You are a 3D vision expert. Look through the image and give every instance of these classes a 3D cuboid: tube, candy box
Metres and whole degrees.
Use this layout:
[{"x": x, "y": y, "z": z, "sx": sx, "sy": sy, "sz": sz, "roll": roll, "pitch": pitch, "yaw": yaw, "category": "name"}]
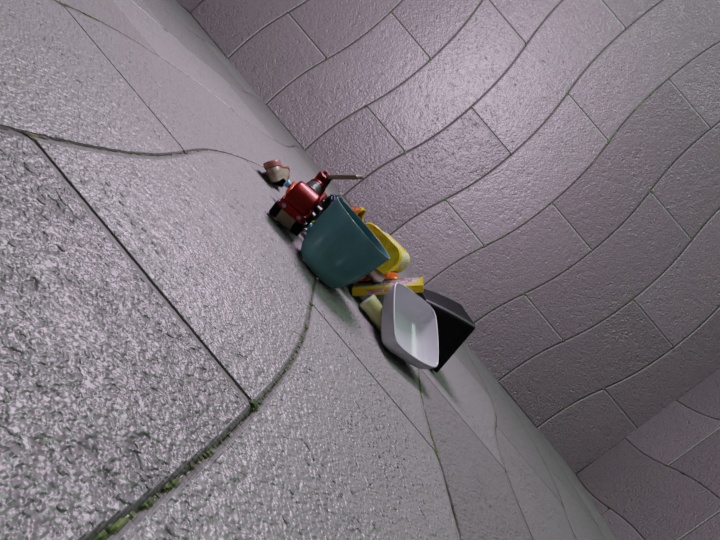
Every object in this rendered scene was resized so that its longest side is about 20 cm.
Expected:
[{"x": 0.076, "y": 0.157, "z": 1.467, "sx": 0.201, "sy": 0.058, "sz": 0.052, "roll": 54, "pitch": -27, "yaw": -4, "category": "tube"}, {"x": 0.079, "y": 0.045, "z": 1.524, "sx": 0.102, "sy": 0.198, "sz": 0.027, "roll": -68, "pitch": 153, "yaw": -75, "category": "candy box"}]

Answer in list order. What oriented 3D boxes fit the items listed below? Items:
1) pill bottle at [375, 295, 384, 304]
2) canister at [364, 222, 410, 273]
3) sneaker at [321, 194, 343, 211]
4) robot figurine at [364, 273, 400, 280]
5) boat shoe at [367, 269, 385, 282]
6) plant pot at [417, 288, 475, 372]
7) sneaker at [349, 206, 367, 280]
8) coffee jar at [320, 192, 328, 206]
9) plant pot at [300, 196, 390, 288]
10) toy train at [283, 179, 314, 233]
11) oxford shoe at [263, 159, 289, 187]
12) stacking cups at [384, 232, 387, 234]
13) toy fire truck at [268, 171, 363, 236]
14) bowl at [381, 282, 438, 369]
[{"x": 0.101, "y": 0.102, "z": 1.618, "sx": 0.111, "sy": 0.111, "sz": 0.200, "roll": 51, "pitch": 8, "yaw": 8, "category": "pill bottle"}, {"x": 0.068, "y": -0.059, "z": 1.578, "sx": 0.149, "sy": 0.087, "sz": 0.200, "roll": 45, "pitch": 9, "yaw": 12, "category": "canister"}, {"x": -0.084, "y": -0.174, "z": 1.528, "sx": 0.078, "sy": 0.070, "sz": 0.200, "roll": 56, "pitch": 13, "yaw": -3, "category": "sneaker"}, {"x": 0.056, "y": 0.016, "z": 1.760, "sx": 0.200, "sy": 0.143, "sz": 0.117, "roll": 32, "pitch": 40, "yaw": -69, "category": "robot figurine"}, {"x": 0.000, "y": 0.000, "z": 1.581, "sx": 0.075, "sy": 0.093, "sz": 0.200, "roll": 36, "pitch": 12, "yaw": -32, "category": "boat shoe"}, {"x": 0.229, "y": 0.173, "z": 1.763, "sx": 0.177, "sy": 0.200, "sz": 0.200, "roll": 37, "pitch": 11, "yaw": -14, "category": "plant pot"}, {"x": -0.007, "y": -0.072, "z": 1.444, "sx": 0.073, "sy": 0.077, "sz": 0.202, "roll": -11, "pitch": 96, "yaw": -69, "category": "sneaker"}, {"x": -0.150, "y": -0.205, "z": 1.691, "sx": 0.085, "sy": 0.104, "sz": 0.200, "roll": 51, "pitch": 8, "yaw": -10, "category": "coffee jar"}, {"x": -0.051, "y": -0.054, "z": 1.329, "sx": 0.201, "sy": 0.161, "sz": 0.201, "roll": 49, "pitch": 8, "yaw": -9, "category": "plant pot"}, {"x": -0.147, "y": -0.167, "z": 1.525, "sx": 0.200, "sy": 0.055, "sz": 0.151, "roll": 49, "pitch": 33, "yaw": -19, "category": "toy train"}, {"x": -0.263, "y": -0.296, "z": 1.705, "sx": 0.200, "sy": 0.070, "sz": 0.075, "roll": -18, "pitch": 94, "yaw": -83, "category": "oxford shoe"}, {"x": 0.013, "y": -0.066, "z": 1.725, "sx": 0.199, "sy": 0.061, "sz": 0.061, "roll": -24, "pitch": 69, "yaw": -39, "category": "stacking cups"}, {"x": -0.108, "y": -0.196, "z": 1.361, "sx": 0.128, "sy": 0.200, "sz": 0.176, "roll": 40, "pitch": 30, "yaw": -3, "category": "toy fire truck"}, {"x": 0.123, "y": 0.157, "z": 1.425, "sx": 0.199, "sy": 0.074, "sz": 0.201, "roll": 35, "pitch": 41, "yaw": -36, "category": "bowl"}]
